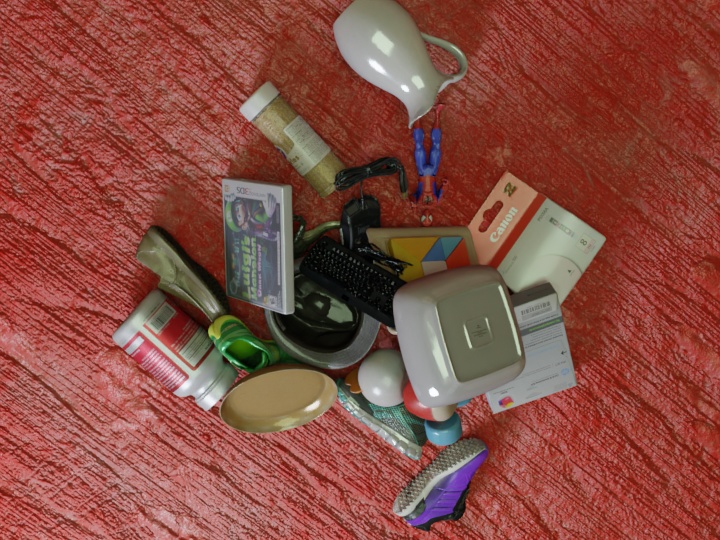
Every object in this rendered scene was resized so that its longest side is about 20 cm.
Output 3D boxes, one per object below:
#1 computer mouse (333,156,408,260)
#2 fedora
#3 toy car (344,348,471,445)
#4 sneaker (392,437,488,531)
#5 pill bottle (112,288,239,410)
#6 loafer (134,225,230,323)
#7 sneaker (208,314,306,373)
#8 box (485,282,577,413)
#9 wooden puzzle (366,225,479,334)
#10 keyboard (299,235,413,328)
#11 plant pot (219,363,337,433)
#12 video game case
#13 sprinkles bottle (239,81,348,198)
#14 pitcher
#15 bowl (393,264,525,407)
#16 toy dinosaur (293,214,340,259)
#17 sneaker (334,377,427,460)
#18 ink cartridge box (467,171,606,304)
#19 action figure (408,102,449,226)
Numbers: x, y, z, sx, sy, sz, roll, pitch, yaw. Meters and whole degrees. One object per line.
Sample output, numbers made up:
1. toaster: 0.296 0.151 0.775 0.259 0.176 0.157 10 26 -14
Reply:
1. computer mouse: 0.020 -0.094 1.623 0.140 0.046 0.201 -25 121 -26
2. fedora: -0.061 0.064 1.627 0.199 0.090 0.178 19 97 4
3. toy car: 0.072 0.166 1.624 0.199 0.177 0.185 2 126 20
4. sneaker: 0.159 0.380 1.713 0.200 0.070 0.100 -42 106 10
5. pill bottle: -0.301 0.134 1.621 0.200 0.112 0.112 43 96 -9
6. loafer: -0.294 0.016 1.622 0.067 0.076 0.200 -40 93 9
7. sneaker: -0.168 0.148 1.624 0.200 0.084 0.074 30 111 -34
8. box: 0.270 0.132 1.646 0.155 0.041 0.201 -19 120 1
9. wooden puzzle: 0.114 0.008 1.568 0.184 0.037 0.201 -2 59 -20
10. keyboard: 0.000 0.000 1.527 0.199 0.040 0.104 30 78 24
11. plant pot: -0.137 0.209 1.631 0.199 0.028 0.201 -11 145 -8
12. video game case: -0.166 -0.043 1.570 0.023 0.181 0.201 -9 104 -37
13. sprinkles bottle: -0.105 -0.210 1.585 0.068 0.068 0.200 -43 99 6
14. pitcher: 0.067 -0.350 1.550 0.200 0.121 0.172 47 56 -3
15. bowl: 0.159 0.095 1.479 0.199 0.075 0.201 -15 90 -26
16. toy dinosaur: -0.112 -0.049 1.624 0.199 0.048 0.088 -34 126 1
17. sneaker: 0.043 0.235 1.684 0.200 0.078 0.091 38 81 -12
18. ink cartridge box: 0.284 -0.044 1.643 0.199 0.057 0.163 32 98 -12
19. action figure: 0.111 -0.167 1.590 0.065 0.099 0.201 -1 103 -2
